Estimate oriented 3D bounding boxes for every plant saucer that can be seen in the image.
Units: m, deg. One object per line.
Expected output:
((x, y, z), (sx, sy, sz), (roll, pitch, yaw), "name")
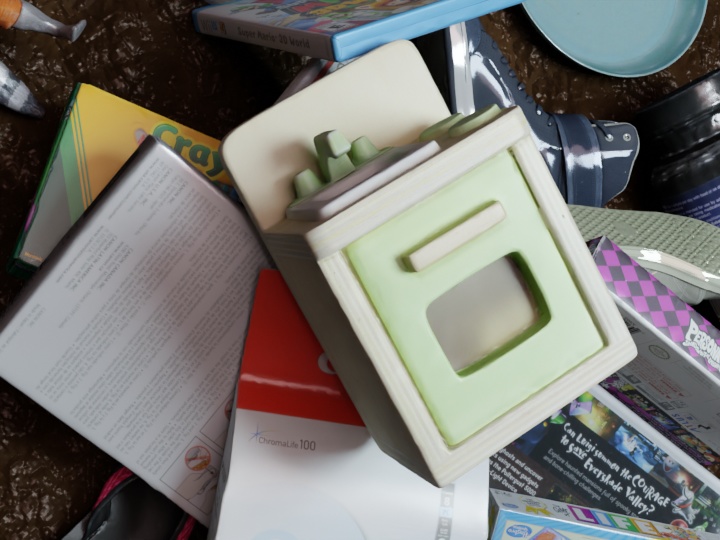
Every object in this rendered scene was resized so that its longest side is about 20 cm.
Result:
((0.195, -0.251, 0.947), (0.198, 0.027, 0.203), (4, 80, -22), "plant saucer")

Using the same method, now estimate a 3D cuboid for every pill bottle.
((0.296, -0.053, 0.911), (0.111, 0.112, 0.201), (-29, 94, -25), "pill bottle")

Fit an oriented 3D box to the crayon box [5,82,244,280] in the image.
((-0.112, -0.023, 0.755), (0.198, 0.058, 0.120), (22, 74, -19), "crayon box")

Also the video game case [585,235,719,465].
((0.179, 0.065, 0.801), (0.199, 0.181, 0.036), (37, 66, -13), "video game case")

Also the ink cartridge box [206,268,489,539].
((0.001, 0.112, 0.678), (0.158, 0.047, 0.202), (10, 101, -12), "ink cartridge box")

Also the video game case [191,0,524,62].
((-0.006, -0.172, 0.756), (0.142, 0.199, 0.018), (-23, 115, -25), "video game case")

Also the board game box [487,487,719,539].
((0.165, 0.235, 0.798), (0.198, 0.034, 0.136), (14, 101, -10), "board game box")

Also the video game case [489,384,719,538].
((0.139, 0.174, 0.811), (0.199, 0.023, 0.182), (37, 96, -13), "video game case")

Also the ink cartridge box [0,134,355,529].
((-0.098, 0.045, 0.694), (0.200, 0.057, 0.163), (40, 91, -21), "ink cartridge box")

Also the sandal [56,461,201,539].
((-0.136, 0.153, 0.722), (0.075, 0.045, 0.200), (43, 67, -10), "sandal")

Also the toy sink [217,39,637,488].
((0.032, -0.013, 0.611), (0.130, 0.112, 0.201), (-30, 100, -13), "toy sink")

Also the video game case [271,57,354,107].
((0.025, -0.048, 0.736), (0.201, 0.017, 0.143), (56, 28, -17), "video game case")

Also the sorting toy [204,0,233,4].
((-0.067, -0.264, 0.754), (0.106, 0.179, 0.202), (-19, 90, -47), "sorting toy")

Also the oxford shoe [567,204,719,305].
((0.205, -0.003, 0.836), (0.198, 0.058, 0.076), (7, 35, -13), "oxford shoe")

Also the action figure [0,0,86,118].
((-0.291, -0.126, 0.695), (0.192, 0.105, 0.201), (32, 97, -9), "action figure")

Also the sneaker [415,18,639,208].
((0.123, -0.123, 0.858), (0.145, 0.077, 0.205), (-12, 96, -14), "sneaker")
